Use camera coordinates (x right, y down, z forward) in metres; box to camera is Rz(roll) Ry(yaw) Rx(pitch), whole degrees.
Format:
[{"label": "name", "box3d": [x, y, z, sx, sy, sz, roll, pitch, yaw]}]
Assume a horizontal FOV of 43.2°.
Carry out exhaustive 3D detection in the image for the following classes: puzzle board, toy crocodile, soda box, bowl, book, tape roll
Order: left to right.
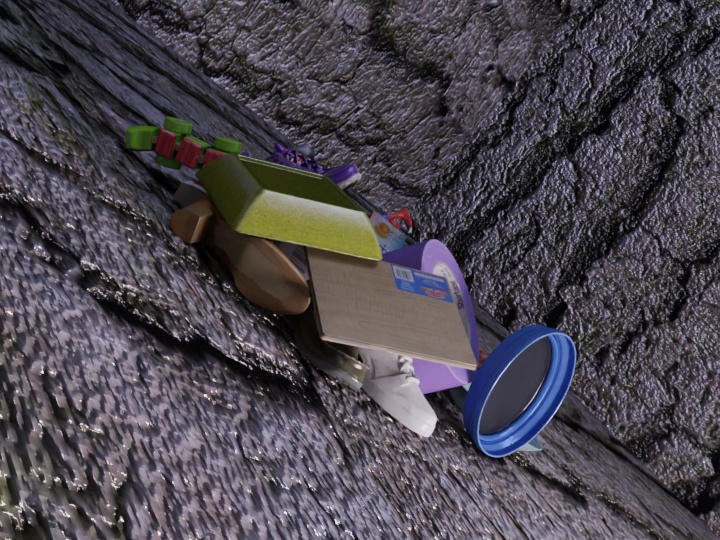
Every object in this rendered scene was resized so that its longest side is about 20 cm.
[{"label": "toy crocodile", "box3d": [-0.221, -0.156, 1.227, 0.198, 0.068, 0.062, 21, 13, 5]}, {"label": "book", "box3d": [-0.182, -0.081, 1.269, 0.133, 0.048, 0.200, 37, 7, -4]}, {"label": "soda box", "box3d": [0.000, 0.000, 1.299, 0.068, 0.064, 0.200, 39, 38, -8]}, {"label": "puzzle board", "box3d": [0.032, 0.043, 1.057, 0.198, 0.017, 0.151, 14, 37, -25]}, {"label": "tape roll", "box3d": [0.088, 0.065, 1.239, 0.200, 0.084, 0.202, 46, 35, -47]}, {"label": "bowl", "box3d": [0.222, 0.166, 1.273, 0.039, 0.201, 0.200, 35, 2, 40]}]

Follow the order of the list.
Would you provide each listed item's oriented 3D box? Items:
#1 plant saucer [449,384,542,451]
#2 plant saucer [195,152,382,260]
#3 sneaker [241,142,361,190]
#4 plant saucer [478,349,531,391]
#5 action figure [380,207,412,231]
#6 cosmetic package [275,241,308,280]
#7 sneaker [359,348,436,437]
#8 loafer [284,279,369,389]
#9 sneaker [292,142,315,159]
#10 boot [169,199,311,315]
[{"label": "plant saucer", "box3d": [0.200, 0.226, 1.440, 0.201, 0.039, 0.201, 41, 8, -7]}, {"label": "plant saucer", "box3d": [-0.085, -0.088, 1.121, 0.198, 0.048, 0.200, 11, 20, -28]}, {"label": "sneaker", "box3d": [-0.098, -0.147, 1.347, 0.198, 0.084, 0.081, 1, 12, 16]}, {"label": "plant saucer", "box3d": [0.178, 0.147, 1.400, 0.198, 0.033, 0.200, 18, 4, -1]}, {"label": "action figure", "box3d": [-0.009, -0.051, 1.458, 0.065, 0.199, 0.052, -14, -87, 60]}, {"label": "cosmetic package", "box3d": [-0.073, -0.034, 1.300, 0.085, 0.108, 0.200, 38, 9, -5]}, {"label": "sneaker", "box3d": [0.043, 0.096, 1.101, 0.200, 0.116, 0.074, 45, 7, 22]}, {"label": "loafer", "box3d": [-0.037, 0.063, 1.051, 0.075, 0.070, 0.200, 35, 9, -35]}, {"label": "sneaker", "box3d": [-0.113, -0.126, 1.461, 0.079, 0.200, 0.096, -29, 80, -36]}, {"label": "boot", "box3d": [-0.122, -0.026, 1.093, 0.200, 0.071, 0.144, 34, 17, 10]}]
